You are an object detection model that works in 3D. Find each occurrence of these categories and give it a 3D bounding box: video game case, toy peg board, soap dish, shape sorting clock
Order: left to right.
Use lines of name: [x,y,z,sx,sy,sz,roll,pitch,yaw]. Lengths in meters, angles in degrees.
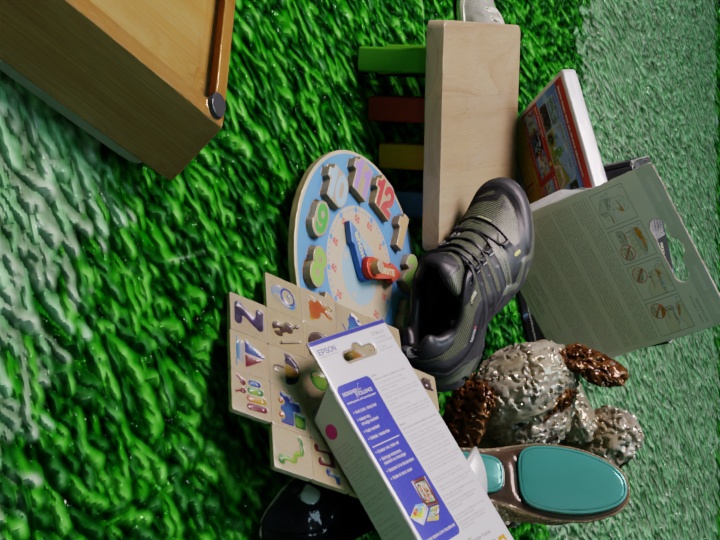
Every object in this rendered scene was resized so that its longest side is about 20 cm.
soap dish: [-0.155,-0.172,0.755,0.200,0.080,0.160,38,48,-50]
shape sorting clock: [0.000,0.000,1.026,0.199,0.039,0.203,32,52,-54]
toy peg board: [0.073,-0.135,1.183,0.199,0.097,0.203,-18,111,-62]
video game case: [0.182,-0.091,1.250,0.017,0.200,0.145,-5,71,-22]

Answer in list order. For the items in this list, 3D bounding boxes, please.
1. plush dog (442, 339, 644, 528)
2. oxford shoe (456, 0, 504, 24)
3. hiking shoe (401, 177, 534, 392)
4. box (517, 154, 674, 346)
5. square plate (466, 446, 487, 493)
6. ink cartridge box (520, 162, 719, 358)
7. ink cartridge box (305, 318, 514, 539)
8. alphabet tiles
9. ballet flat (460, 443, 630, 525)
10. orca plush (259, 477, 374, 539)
plush dog: [0.151,0.124,1.132,0.162,0.198,0.173,60,-12,29]
oxford shoe: [0.142,-0.257,1.369,0.075,0.057,0.203,37,47,-48]
hiking shoe: [0.093,0.001,1.062,0.202,0.075,0.101,-68,155,-16]
box: [0.259,-0.011,1.383,0.086,0.162,0.203,-18,96,-62]
square plate: [0.058,0.272,0.943,0.199,0.028,0.202,-53,150,-46]
ink cartridge box: [0.234,-0.006,1.150,0.050,0.199,0.164,-35,98,-46]
ink cartridge box: [0.031,0.134,0.873,0.094,0.037,0.202,-14,71,-52]
alphabet tiles: [-0.015,0.089,0.901,0.198,0.006,0.168,25,41,-32]
ballet flat: [0.127,0.185,1.054,0.066,0.197,0.071,94,3,-58]
orca plush: [0.014,0.178,0.921,0.199,0.070,0.107,16,88,-56]
